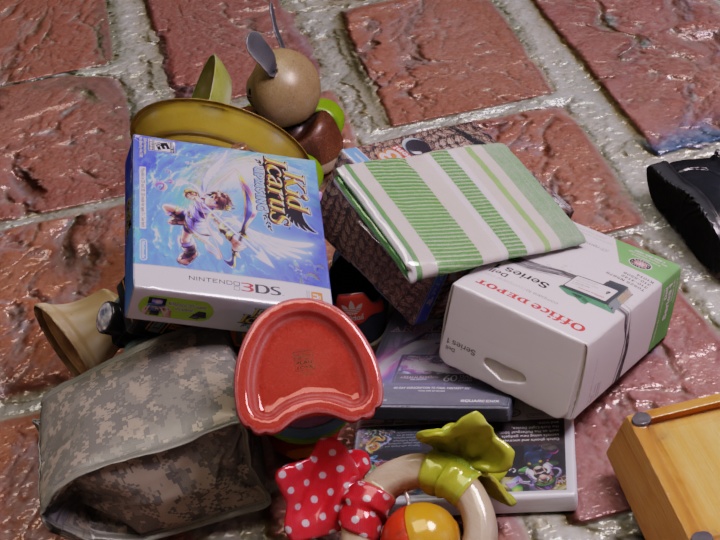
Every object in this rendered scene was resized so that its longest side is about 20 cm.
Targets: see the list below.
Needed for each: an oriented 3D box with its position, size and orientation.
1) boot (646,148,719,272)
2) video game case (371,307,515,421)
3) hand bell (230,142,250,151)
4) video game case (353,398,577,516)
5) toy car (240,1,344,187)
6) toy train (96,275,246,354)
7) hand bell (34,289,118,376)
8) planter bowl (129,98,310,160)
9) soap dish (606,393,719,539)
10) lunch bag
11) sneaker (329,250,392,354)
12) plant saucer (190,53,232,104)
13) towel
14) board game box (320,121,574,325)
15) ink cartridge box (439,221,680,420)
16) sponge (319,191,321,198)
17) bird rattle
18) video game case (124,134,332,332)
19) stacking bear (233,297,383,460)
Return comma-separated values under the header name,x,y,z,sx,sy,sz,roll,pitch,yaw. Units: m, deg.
name,x,y,z,sx,sy,sz,roll,pitch,yaw
boot,0.409,-0.083,1.579,0.167,0.077,0.200,-17,28,-3
video game case,0.085,0.082,1.437,0.142,0.019,0.200,-1,28,14
hand bell,-0.098,-0.035,1.522,0.104,0.201,0.104,-9,28,5
video game case,0.093,0.152,1.364,0.199,0.023,0.182,-3,34,9
toy car,-0.107,-0.205,1.786,0.157,0.201,0.165,-1,34,13
toy train,-0.149,0.047,1.442,0.199,0.114,0.086,15,42,-36
hand bell,-0.217,0.022,1.526,0.200,0.104,0.104,-37,41,-20
planter bowl,-0.155,-0.088,1.578,0.199,0.201,0.084,3,62,19
soap dish,0.300,0.180,1.214,0.156,0.082,0.200,-12,35,-4
lunch bag,-0.192,0.153,1.346,0.199,0.118,0.164,-17,34,-1
sneaker,0.000,0.000,1.557,0.075,0.085,0.200,-8,33,3
plant saucer,-0.187,-0.151,1.760,0.031,0.201,0.200,17,31,-14
towel,0.091,-0.058,1.412,0.199,0.023,0.153,-12,49,-33
board game box,0.083,-0.053,1.512,0.199,0.097,0.159,-17,52,-44
ink cartridge box,0.186,0.039,1.401,0.146,0.085,0.200,24,33,26
sponge,-0.135,-0.044,1.666,0.111,0.030,0.200,9,27,25
bird rattle,0.035,0.197,1.229,0.199,0.113,0.164,-17,61,1
video game case,-0.123,-0.033,1.387,0.180,0.046,0.201,8,45,-17
stacking bear,-0.050,0.108,1.328,0.121,0.200,0.114,-8,70,-6
